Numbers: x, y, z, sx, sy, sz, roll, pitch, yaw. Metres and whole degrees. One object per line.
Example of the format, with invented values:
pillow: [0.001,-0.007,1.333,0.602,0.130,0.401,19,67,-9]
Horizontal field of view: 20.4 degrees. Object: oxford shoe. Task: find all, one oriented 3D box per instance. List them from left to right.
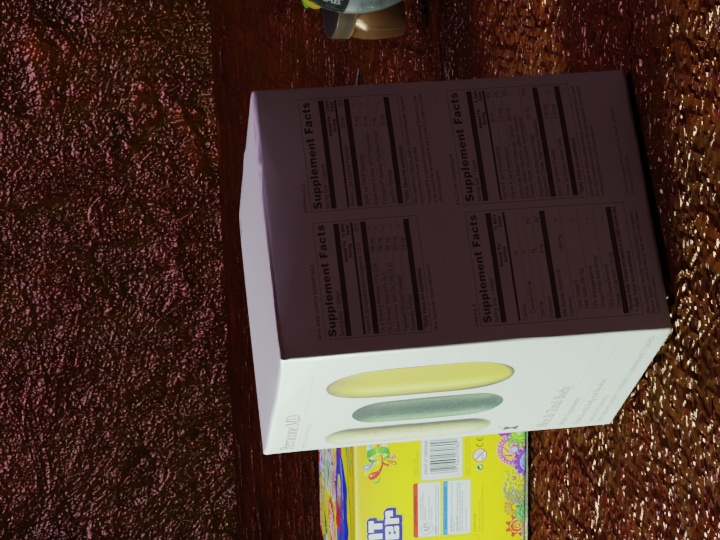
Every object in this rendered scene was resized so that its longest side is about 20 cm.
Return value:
oxford shoe: [0.006,-0.269,1.630,0.071,0.071,0.201,120,151,-58]

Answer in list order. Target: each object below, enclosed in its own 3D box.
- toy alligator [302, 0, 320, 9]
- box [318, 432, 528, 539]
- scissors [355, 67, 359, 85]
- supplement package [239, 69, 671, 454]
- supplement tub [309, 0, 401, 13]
toy alligator: [0.000,-0.270,1.748,0.054,0.059,0.200,50,147,5]
box: [0.040,0.130,1.419,0.193,0.121,0.202,-114,22,-69]
scissors: [-0.004,-0.090,1.938,0.073,0.014,0.202,30,-115,-52]
supplement package: [0.042,-0.002,1.070,0.152,0.198,0.152,104,160,-66]
supplement tub: [0.000,-0.299,1.481,0.201,0.122,0.123,99,164,-54]
